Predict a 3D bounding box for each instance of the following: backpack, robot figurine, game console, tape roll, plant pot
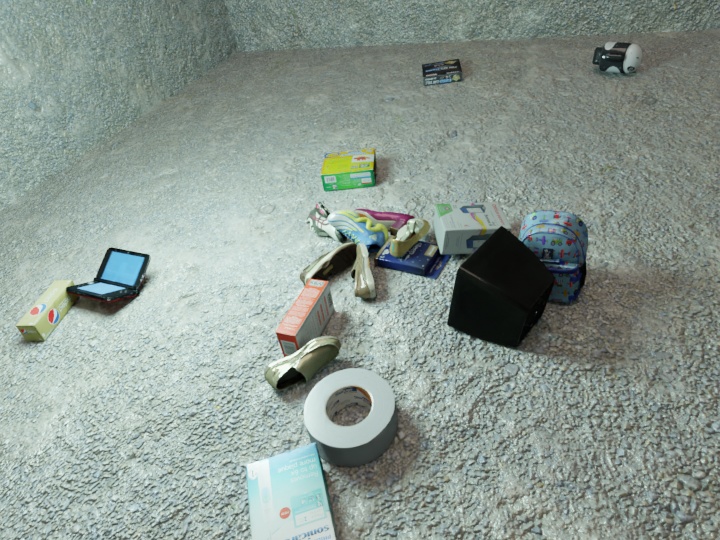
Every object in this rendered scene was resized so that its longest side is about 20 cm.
[{"bbox_3d":[0.474,-0.041,1.320,0.179,0.203,0.135,11,42,24],"label":"backpack"},{"bbox_3d":[1.141,-0.944,2.351,0.197,0.126,0.151,21,65,35],"label":"robot figurine"},{"bbox_3d":[-0.774,0.010,1.626,0.196,0.122,0.172,9,13,24],"label":"game console"},{"bbox_3d":[-0.020,0.306,1.120,0.195,0.067,0.203,-7,39,6],"label":"tape roll"},{"bbox_3d":[0.341,0.054,1.253,0.176,0.203,0.199,31,53,28],"label":"plant pot"}]

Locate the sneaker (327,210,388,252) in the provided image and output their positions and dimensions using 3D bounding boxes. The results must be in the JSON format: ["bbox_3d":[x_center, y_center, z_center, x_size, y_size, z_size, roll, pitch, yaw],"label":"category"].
[{"bbox_3d":[-0.007,-0.112,1.594,0.195,0.076,0.107,13,49,-10],"label":"sneaker"}]

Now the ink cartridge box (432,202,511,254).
[{"bbox_3d":[0.321,-0.125,1.537,0.194,0.089,0.147,0,38,-4],"label":"ink cartridge box"}]

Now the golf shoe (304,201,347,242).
[{"bbox_3d":[-0.110,-0.136,1.708,0.088,0.077,0.201,-42,45,3],"label":"golf shoe"}]

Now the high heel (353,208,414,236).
[{"bbox_3d":[0.074,-0.168,1.695,0.197,0.068,0.096,27,50,25],"label":"high heel"}]

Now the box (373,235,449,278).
[{"bbox_3d":[0.151,-0.042,1.541,0.196,0.033,0.122,14,44,27],"label":"box"}]

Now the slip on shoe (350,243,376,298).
[{"bbox_3d":[0.000,0.000,1.493,0.059,0.077,0.203,-11,48,-1],"label":"slip on shoe"}]

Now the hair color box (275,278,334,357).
[{"bbox_3d":[-0.136,0.126,1.345,0.060,0.103,0.201,7,40,22],"label":"hair color box"}]

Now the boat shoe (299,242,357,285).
[{"bbox_3d":[-0.096,-0.026,1.551,0.201,0.076,0.074,-35,38,-27],"label":"boat shoe"}]

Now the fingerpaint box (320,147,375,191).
[{"bbox_3d":[-0.040,-0.377,1.973,0.195,0.075,0.169,-5,39,7],"label":"fingerpaint box"}]

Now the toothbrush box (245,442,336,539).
[{"bbox_3d":[-0.124,0.441,0.962,0.143,0.087,0.202,-15,39,-5],"label":"toothbrush box"}]

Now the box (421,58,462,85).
[{"bbox_3d":[0.409,-0.998,2.663,0.195,0.051,0.201,-5,38,9],"label":"box"}]

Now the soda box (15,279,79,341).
[{"bbox_3d":[-0.931,0.117,1.586,0.066,0.065,0.202,-2,39,11],"label":"soda box"}]

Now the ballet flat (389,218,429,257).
[{"bbox_3d":[0.149,-0.113,1.554,0.067,0.064,0.200,13,41,28],"label":"ballet flat"}]

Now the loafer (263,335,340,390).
[{"bbox_3d":[-0.130,0.226,1.247,0.197,0.077,0.069,-28,41,-6],"label":"loafer"}]
